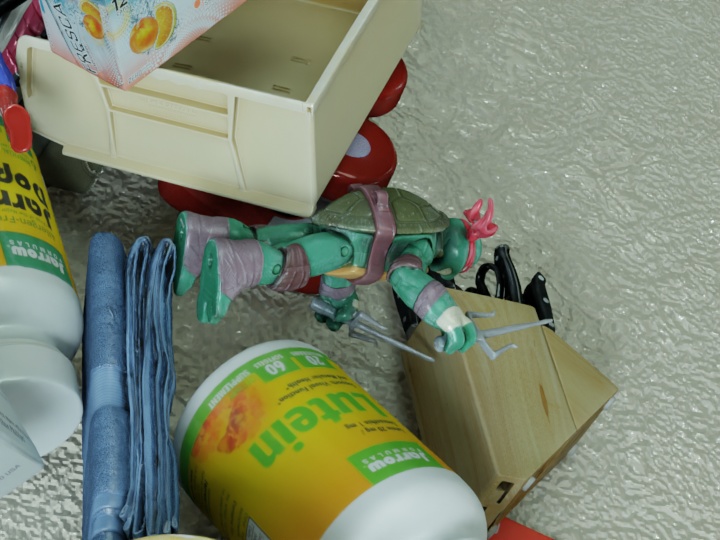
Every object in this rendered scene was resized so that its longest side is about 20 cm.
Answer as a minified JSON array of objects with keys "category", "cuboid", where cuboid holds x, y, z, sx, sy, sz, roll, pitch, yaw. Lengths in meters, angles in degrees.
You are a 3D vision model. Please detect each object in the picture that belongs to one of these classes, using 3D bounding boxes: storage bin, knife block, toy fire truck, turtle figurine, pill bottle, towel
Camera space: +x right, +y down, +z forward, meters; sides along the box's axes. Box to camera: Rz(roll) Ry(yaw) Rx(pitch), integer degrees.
[{"category":"storage bin","cuboid":[-0.080,-0.151,1.015,0.198,0.094,0.200,15,49,15]},{"category":"knife block","cuboid":[0.062,0.056,1.021,0.176,0.064,0.200,40,36,13]},{"category":"toy fire truck","cuboid":[-0.068,-0.085,1.078,0.168,0.112,0.200,16,45,-8]},{"category":"turtle figurine","cuboid":[0.000,0.000,0.934,0.200,0.150,0.101,3,86,-21]},{"category":"pill bottle","cuboid":[-0.220,0.007,0.926,0.113,0.113,0.200,-3,51,-26]},{"category":"towel","cuboid":[-0.125,0.085,0.890,0.048,0.112,0.200,2,52,-13]},{"category":"pill bottle","cuboid":[-0.004,0.132,0.866,0.111,0.111,0.200,-15,38,-34]}]

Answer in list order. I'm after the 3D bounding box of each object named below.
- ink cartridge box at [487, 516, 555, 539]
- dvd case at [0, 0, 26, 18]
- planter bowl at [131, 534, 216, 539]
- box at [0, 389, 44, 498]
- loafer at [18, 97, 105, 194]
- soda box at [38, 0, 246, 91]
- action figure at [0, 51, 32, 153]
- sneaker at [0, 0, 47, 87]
[{"category":"ink cartridge box","cuboid":[0.111,0.213,0.929,0.200,0.044,0.174,25,45,-1]},{"category":"dvd case","cuboid":[-0.240,-0.188,0.891,0.143,0.018,0.200,34,24,-5]},{"category":"planter bowl","cuboid":[-0.050,0.208,0.777,0.200,0.201,0.083,40,27,15]},{"category":"box","cuboid":[-0.287,0.058,0.795,0.184,0.105,0.200,-35,64,-4]},{"category":"loafer","cuboid":[-0.181,-0.122,1.105,0.070,0.075,0.200,40,44,-23]},{"category":"soda box","cuboid":[-0.092,-0.189,0.939,0.064,0.068,0.200,29,55,27]},{"category":"action figure","cuboid":[-0.233,-0.145,0.950,0.065,0.052,0.200,-17,48,-8]},{"category":"sneaker","cuboid":[-0.199,-0.216,1.035,0.075,0.081,0.200,31,85,-9]}]
